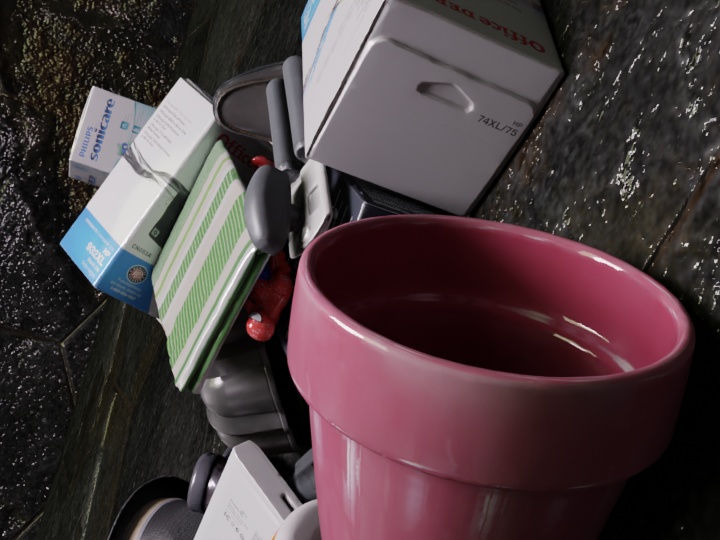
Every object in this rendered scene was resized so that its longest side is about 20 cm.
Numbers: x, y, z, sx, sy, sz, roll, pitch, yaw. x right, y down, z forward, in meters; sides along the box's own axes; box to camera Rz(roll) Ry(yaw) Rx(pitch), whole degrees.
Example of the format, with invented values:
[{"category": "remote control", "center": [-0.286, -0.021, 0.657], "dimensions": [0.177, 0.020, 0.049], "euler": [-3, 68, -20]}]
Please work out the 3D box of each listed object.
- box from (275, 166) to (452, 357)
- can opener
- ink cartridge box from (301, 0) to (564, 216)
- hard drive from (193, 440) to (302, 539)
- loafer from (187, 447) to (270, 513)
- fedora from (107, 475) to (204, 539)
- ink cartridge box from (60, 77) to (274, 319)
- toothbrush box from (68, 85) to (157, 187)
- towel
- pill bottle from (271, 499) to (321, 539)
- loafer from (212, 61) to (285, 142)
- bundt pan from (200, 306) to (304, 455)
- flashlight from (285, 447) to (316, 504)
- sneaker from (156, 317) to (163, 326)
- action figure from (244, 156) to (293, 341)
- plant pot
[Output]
[{"category": "box", "center": [0.000, 0.000, 0.869], "dimensions": [0.200, 0.103, 0.150], "euler": [-123, 53, -66]}, {"category": "can opener", "center": [-0.053, -0.094, 0.825], "dimensions": [0.053, 0.066, 0.202], "euler": [-43, 35, 33]}, {"category": "ink cartridge box", "center": [0.046, -0.177, 0.829], "dimensions": [0.147, 0.144, 0.202], "euler": [-57, 24, 36]}, {"category": "hard drive", "center": [-0.090, 0.256, 0.890], "dimensions": [0.132, 0.026, 0.202], "euler": [48, 133, 26]}, {"category": "loafer", "center": [-0.112, 0.208, 1.031], "dimensions": [0.200, 0.062, 0.073], "euler": [37, -114, -80]}, {"category": "fedora", "center": [-0.170, 0.307, 1.069], "dimensions": [0.090, 0.200, 0.204], "euler": [-10, 58, 30]}, {"category": "ink cartridge box", "center": [-0.169, -0.059, 1.038], "dimensions": [0.201, 0.145, 0.084], "euler": [-53, 50, 3]}, {"category": "toothbrush box", "center": [-0.218, -0.120, 1.185], "dimensions": [0.146, 0.197, 0.087], "euler": [175, 114, -73]}, {"category": "towel", "center": [-0.129, -0.007, 0.898], "dimensions": [0.154, 0.023, 0.200], "euler": [-61, 27, 16]}, {"category": "pill bottle", "center": [-0.044, 0.265, 0.755], "dimensions": [0.114, 0.111, 0.202], "euler": [-97, 30, -51]}, {"category": "loafer", "center": [-0.033, -0.142, 0.933], "dimensions": [0.073, 0.196, 0.074], "euler": [-99, 7, -68]}, {"category": "bundt pan", "center": [-0.112, 0.081, 0.998], "dimensions": [0.202, 0.074, 0.206], "euler": [165, 90, -90]}, {"category": "flashlight", "center": [-0.043, 0.198, 0.892], "dimensions": [0.067, 0.068, 0.200], "euler": [-33, -11, -47]}, {"category": "sneaker", "center": [-0.163, 0.076, 1.151], "dimensions": [0.067, 0.202, 0.108], "euler": [-37, 32, 4]}, {"category": "action figure", "center": [-0.085, -0.014, 0.894], "dimensions": [0.066, 0.051, 0.202], "euler": [-58, 27, 33]}, {"category": "plant pot", "center": [0.054, 0.089, 0.546], "dimensions": [0.201, 0.196, 0.182], "euler": [-117, 32, -63]}]
